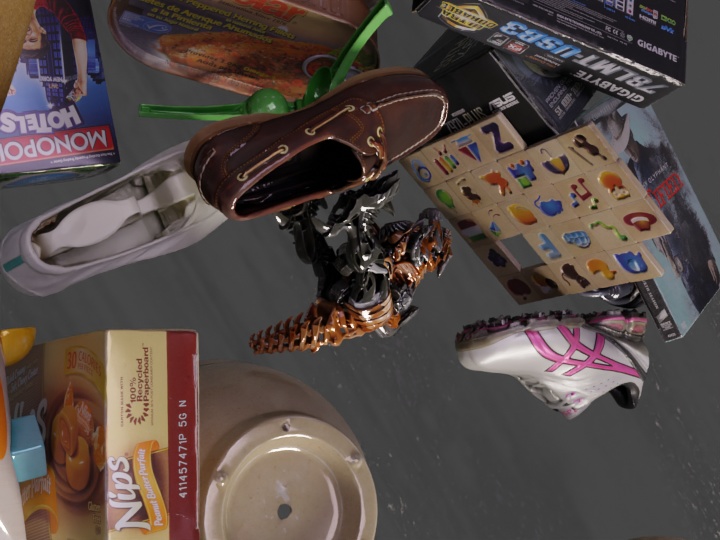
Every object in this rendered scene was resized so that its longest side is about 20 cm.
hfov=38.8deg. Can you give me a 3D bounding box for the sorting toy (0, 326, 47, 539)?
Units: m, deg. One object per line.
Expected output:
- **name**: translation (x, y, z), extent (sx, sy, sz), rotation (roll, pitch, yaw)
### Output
- **sorting toy**: translation (-0.235, 0.134, 0.571), extent (0.107, 0.199, 0.182), rotation (-19, 95, -53)

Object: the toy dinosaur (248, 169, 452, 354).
- **toy dinosaur**: translation (0.000, 0.000, 0.758), extent (0.200, 0.101, 0.137), rotation (-54, 133, -53)

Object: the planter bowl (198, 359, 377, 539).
- **planter bowl**: translation (-0.071, 0.155, 0.669), extent (0.199, 0.134, 0.202), rotation (5, 80, -28)

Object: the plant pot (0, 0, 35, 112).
- **plant pot**: translation (-0.246, -0.161, 0.536), extent (0.185, 0.186, 0.202), rotation (-2, 96, -30)

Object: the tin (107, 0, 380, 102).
- **tin**: translation (-0.079, -0.173, 0.727), extent (0.199, 0.112, 0.042), rotation (13, 65, -28)

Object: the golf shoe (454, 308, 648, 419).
- **golf shoe**: translation (0.167, 0.078, 0.852), extent (0.199, 0.072, 0.093), rotation (2, 83, -30)

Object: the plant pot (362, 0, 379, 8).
- **plant pot**: translation (-0.062, -0.308, 0.729), extent (0.186, 0.187, 0.202), rotation (12, 62, -27)

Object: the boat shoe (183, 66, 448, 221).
- **boat shoe**: translation (-0.017, -0.081, 0.696), extent (0.199, 0.070, 0.071), rotation (-24, 134, -23)

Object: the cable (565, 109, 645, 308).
- **cable**: translation (0.211, -0.067, 0.894), extent (0.162, 0.051, 0.202), rotation (-2, 71, -41)

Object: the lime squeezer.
- **lime squeezer**: translation (-0.057, -0.126, 0.727), extent (0.071, 0.199, 0.038), rotation (30, 44, -64)

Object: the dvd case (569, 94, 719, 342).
- **dvd case**: translation (0.252, -0.057, 0.887), extent (0.146, 0.022, 0.201), rotation (-33, 96, -48)

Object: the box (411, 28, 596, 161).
- **box**: translation (0.131, -0.179, 0.818), extent (0.086, 0.163, 0.200), rotation (47, 64, -15)

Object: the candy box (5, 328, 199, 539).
- **candy box**: translation (-0.158, 0.099, 0.589), extent (0.055, 0.199, 0.117), rotation (4, 80, -33)

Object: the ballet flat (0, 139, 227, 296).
- **ballet flat**: translation (-0.148, -0.041, 0.695), extent (0.199, 0.069, 0.070), rotation (-29, 97, -30)

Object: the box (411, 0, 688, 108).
- **box**: translation (0.141, -0.238, 0.714), extent (0.199, 0.050, 0.200), rotation (15, 69, -22)

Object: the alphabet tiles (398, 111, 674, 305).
- **alphabet tiles**: translation (0.135, -0.048, 0.779), extent (0.167, 0.200, 0.008), rotation (49, 61, -14)

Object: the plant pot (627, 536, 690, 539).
- **plant pot**: translation (0.247, 0.326, 0.815), extent (0.186, 0.187, 0.201), rotation (28, 56, -23)

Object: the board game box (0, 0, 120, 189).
- **board game box**: translation (-0.262, -0.099, 0.641), extent (0.199, 0.062, 0.202), rotation (-9, 87, -30)
